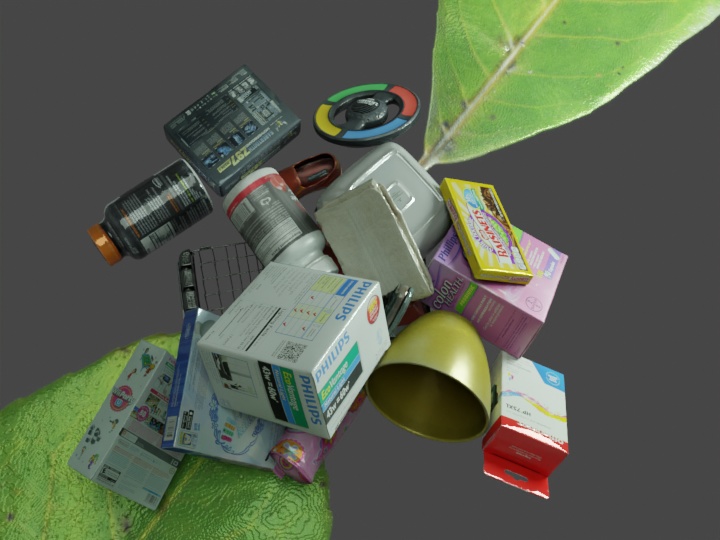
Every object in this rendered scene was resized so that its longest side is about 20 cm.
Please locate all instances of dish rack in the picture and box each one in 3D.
[{"bbox_3d":[-0.204,0.025,1.274,0.195,0.055,0.157,-9,71,-10],"label":"dish rack"}]

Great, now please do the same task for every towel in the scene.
[{"bbox_3d":[0.020,-0.033,1.196,0.131,0.034,0.203,-22,99,30],"label":"towel"}]

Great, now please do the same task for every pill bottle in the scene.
[{"bbox_3d":[-0.124,-0.055,1.227,0.110,0.111,0.201,-35,80,-15],"label":"pill bottle"},{"bbox_3d":[-0.353,-0.091,1.276,0.198,0.107,0.107,-35,76,-15],"label":"pill bottle"}]

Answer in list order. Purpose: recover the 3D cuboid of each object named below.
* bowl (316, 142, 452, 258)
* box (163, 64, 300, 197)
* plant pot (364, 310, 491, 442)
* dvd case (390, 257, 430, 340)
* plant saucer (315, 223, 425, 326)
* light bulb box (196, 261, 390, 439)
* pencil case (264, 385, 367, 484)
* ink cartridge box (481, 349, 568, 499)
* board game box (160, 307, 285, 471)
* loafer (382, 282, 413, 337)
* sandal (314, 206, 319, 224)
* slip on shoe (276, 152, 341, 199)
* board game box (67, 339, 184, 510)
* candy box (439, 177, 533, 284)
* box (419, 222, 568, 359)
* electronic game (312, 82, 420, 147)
[{"bbox_3d":[0.052,-0.108,1.265,0.199,0.075,0.200,-41,86,-25],"label":"bowl"},{"bbox_3d":[-0.228,-0.253,1.374,0.158,0.051,0.200,44,72,12],"label":"box"},{"bbox_3d":[0.120,0.150,1.191,0.196,0.202,0.144,22,52,5],"label":"plant pot"},{"bbox_3d":[0.047,0.019,1.311,0.139,0.018,0.205,-2,70,-4],"label":"dvd case"},{"bbox_3d":[0.000,0.000,1.286,0.195,0.037,0.204,-8,71,-7],"label":"plant saucer"},{"bbox_3d":[-0.089,0.105,1.092,0.196,0.127,0.199,10,42,29],"label":"light bulb box"},{"bbox_3d":[-0.061,0.231,1.179,0.086,0.088,0.201,31,62,8],"label":"pencil case"},{"bbox_3d":[0.251,0.231,1.167,0.114,0.068,0.202,22,39,-6],"label":"ink cartridge box"},{"bbox_3d":[-0.193,0.185,1.158,0.197,0.043,0.205,25,62,-40],"label":"board game box"},{"bbox_3d":[0.018,0.089,1.191,0.062,0.202,0.072,29,40,1],"label":"loafer"},{"bbox_3d":[-0.001,-0.134,1.342,0.199,0.049,0.075,-39,47,-23],"label":"sandal"},{"bbox_3d":[-0.122,-0.152,1.340,0.197,0.061,0.075,-25,75,-11],"label":"slip on shoe"},{"bbox_3d":[-0.317,0.231,1.138,0.063,0.148,0.203,15,66,33],"label":"board game box"},{"bbox_3d":[0.198,-0.065,1.220,0.100,0.027,0.203,4,48,-24],"label":"candy box"},{"bbox_3d":[0.216,0.010,1.250,0.197,0.098,0.177,29,45,7],"label":"box"},{"bbox_3d":[0.011,-0.281,1.364,0.195,0.042,0.202,-7,40,6],"label":"electronic game"}]
